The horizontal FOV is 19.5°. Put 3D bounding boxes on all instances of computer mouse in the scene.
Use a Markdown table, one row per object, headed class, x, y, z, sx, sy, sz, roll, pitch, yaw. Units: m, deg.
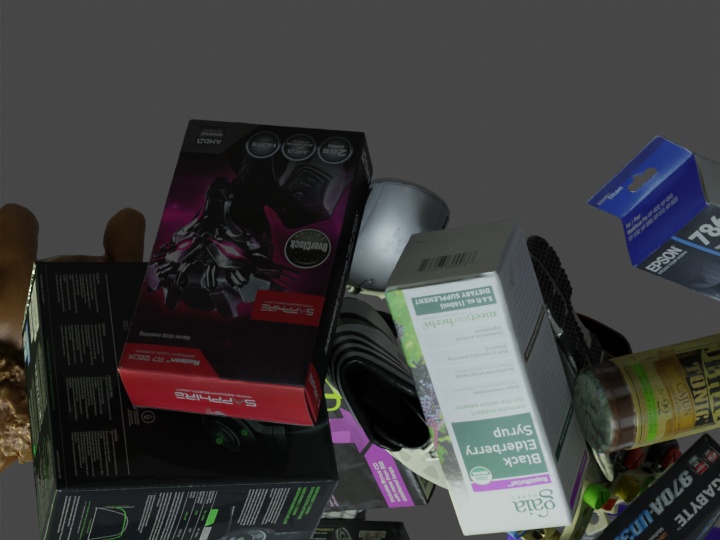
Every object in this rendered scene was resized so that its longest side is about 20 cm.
| class | x | y | z | sx | sy | sz | roll | pitch | yaw |
| --- | --- | --- | --- | --- | --- | --- | --- | --- | --- |
| computer mouse | 0.000 | 0.000 | 1.482 | 0.109 | 0.044 | 0.200 | 20 | 148 | -10 |

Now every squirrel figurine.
| class | x | y | z | sx | sy | sz | roll | pitch | yaw |
| --- | --- | --- | --- | --- | --- | --- | --- | --- | --- |
| squirrel figurine | -0.265 | 0.049 | 1.503 | 0.186 | 0.200 | 0.142 | 9 | 157 | -18 |

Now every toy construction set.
| class | x | y | z | sx | sy | sz | roll | pitch | yaw |
| --- | --- | --- | --- | --- | --- | --- | --- | --- | --- |
| toy construction set | 0.172 | 0.170 | 1.594 | 0.092 | 0.131 | 0.200 | 31 | -167 | 18 |

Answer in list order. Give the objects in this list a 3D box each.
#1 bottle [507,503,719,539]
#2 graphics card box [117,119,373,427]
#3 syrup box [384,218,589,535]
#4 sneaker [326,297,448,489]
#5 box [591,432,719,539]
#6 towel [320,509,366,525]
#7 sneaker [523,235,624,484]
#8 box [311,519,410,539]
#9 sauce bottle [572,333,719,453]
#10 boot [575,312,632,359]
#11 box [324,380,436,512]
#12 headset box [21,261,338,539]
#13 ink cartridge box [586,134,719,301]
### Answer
| class | x | y | z | sx | sy | sz | roll | pitch | yaw |
| --- | --- | --- | --- | --- | --- | --- | --- | --- | --- |
| bottle | 0.225 | 0.232 | 1.747 | 0.200 | 0.065 | 0.084 | 4 | 146 | 13 |
| graphics card box | -0.071 | -0.002 | 1.356 | 0.125 | 0.200 | 0.051 | 5 | 148 | 14 |
| syrup box | 0.087 | 0.073 | 1.400 | 0.079 | 0.081 | 0.200 | -8 | 116 | 21 |
| sneaker | 0.039 | 0.115 | 1.474 | 0.076 | 0.115 | 0.200 | -41 | 118 | 11 |
| box | 0.191 | 0.205 | 1.487 | 0.046 | 0.159 | 0.200 | 46 | 166 | 14 |
| towel | -0.074 | 0.178 | 1.757 | 0.165 | 0.086 | 0.200 | 11 | 147 | -1 |
| sneaker | 0.127 | 0.068 | 1.476 | 0.080 | 0.074 | 0.200 | -18 | 113 | 23 |
| box | -0.067 | 0.278 | 1.682 | 0.200 | 0.160 | 0.044 | -1 | 144 | 15 |
| sauce bottle | 0.246 | 0.073 | 1.431 | 0.200 | 0.065 | 0.065 | -14 | 152 | -15 |
| boot | 0.078 | 0.084 | 1.566 | 0.188 | 0.069 | 0.200 | 21 | 145 | -8 |
| box | -0.058 | 0.124 | 1.595 | 0.200 | 0.036 | 0.143 | -7 | 124 | 26 |
| headset box | -0.117 | 0.088 | 1.402 | 0.200 | 0.174 | 0.093 | -1 | 147 | -16 |
| ink cartridge box | 0.254 | -0.017 | 1.372 | 0.200 | 0.039 | 0.099 | 21 | 148 | -13 |
